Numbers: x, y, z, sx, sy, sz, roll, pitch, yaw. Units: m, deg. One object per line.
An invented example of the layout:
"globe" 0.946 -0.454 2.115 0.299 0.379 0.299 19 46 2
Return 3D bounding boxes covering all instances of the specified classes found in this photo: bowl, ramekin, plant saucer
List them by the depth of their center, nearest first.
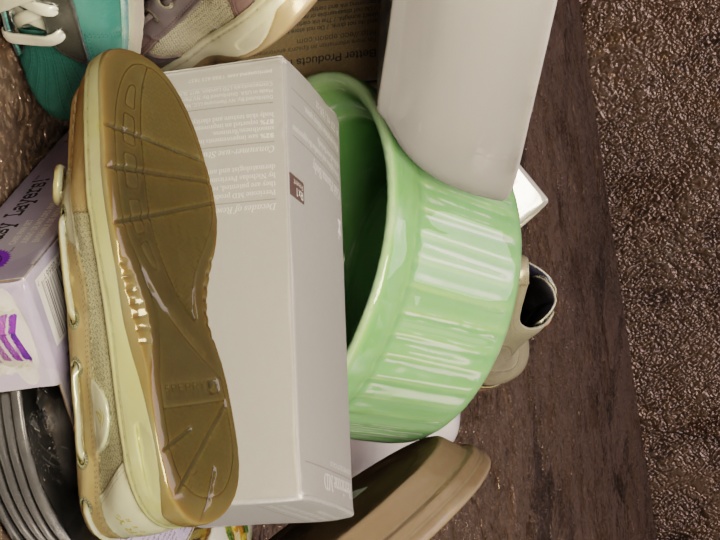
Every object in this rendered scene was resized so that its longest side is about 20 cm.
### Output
"bowl" 0.052 -0.158 0.834 0.201 0.074 0.201 98 -5 -46
"plant saucer" -0.018 0.149 0.904 0.030 0.200 0.200 54 18 -1
"ramekin" 0.000 0.000 0.937 0.097 0.200 0.201 14 64 -31

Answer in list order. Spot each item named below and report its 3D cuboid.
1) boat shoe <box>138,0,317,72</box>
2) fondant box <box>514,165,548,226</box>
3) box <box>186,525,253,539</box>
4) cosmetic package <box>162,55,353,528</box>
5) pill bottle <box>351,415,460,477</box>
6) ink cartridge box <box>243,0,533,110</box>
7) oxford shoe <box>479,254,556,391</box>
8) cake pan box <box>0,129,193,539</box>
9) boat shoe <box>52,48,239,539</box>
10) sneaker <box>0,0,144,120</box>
"boat shoe" -0.081 -0.130 0.805 0.072 0.200 0.065 -47 109 -22
"fondant box" 0.036 -0.110 1.163 0.200 0.058 0.144 51 1 -6
"box" -0.082 0.149 0.836 0.200 0.041 0.039 -83 152 -68
"cosmetic package" -0.055 0.015 0.785 0.107 0.089 0.202 38 45 -74
"pill bottle" 0.013 0.064 1.153 0.114 0.112 0.201 61 28 -56
"ink cartridge box" 0.001 -0.171 1.024 0.075 0.198 0.166 48 40 -68
"oxford shoe" 0.095 0.035 1.106 0.200 0.073 0.071 43 42 -70
"cake pan box" -0.118 0.044 0.796 0.200 0.052 0.185 -69 148 -59
"boat shoe" -0.099 0.009 0.708 0.073 0.063 0.202 2 75 -58
"sneaker" -0.149 -0.155 0.739 0.080 0.071 0.201 -34 126 -50
